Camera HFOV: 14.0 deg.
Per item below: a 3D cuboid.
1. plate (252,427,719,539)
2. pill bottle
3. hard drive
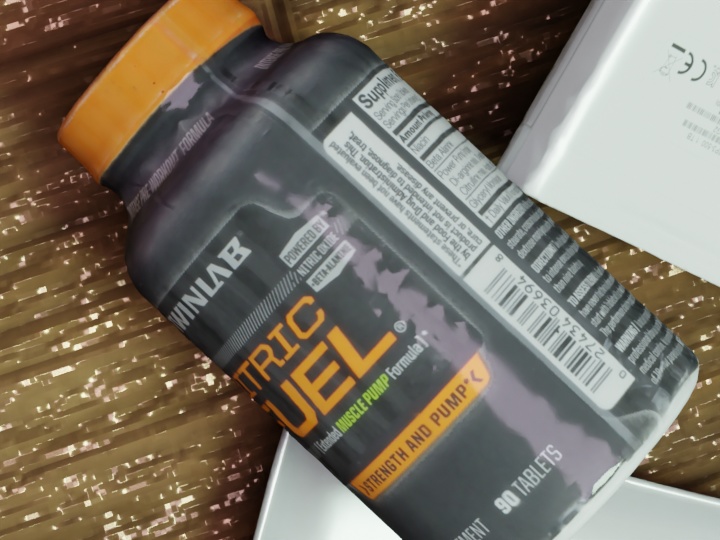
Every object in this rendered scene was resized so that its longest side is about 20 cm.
[{"bbox_3d":[0.038,0.155,0.993,0.199,0.032,0.201,16,93,-17],"label":"plate"},{"bbox_3d":[0.000,0.000,0.908,0.200,0.106,0.106,43,85,0],"label":"pill bottle"},{"bbox_3d":[0.141,-0.095,0.951,0.132,0.026,0.201,23,101,-42],"label":"hard drive"}]
